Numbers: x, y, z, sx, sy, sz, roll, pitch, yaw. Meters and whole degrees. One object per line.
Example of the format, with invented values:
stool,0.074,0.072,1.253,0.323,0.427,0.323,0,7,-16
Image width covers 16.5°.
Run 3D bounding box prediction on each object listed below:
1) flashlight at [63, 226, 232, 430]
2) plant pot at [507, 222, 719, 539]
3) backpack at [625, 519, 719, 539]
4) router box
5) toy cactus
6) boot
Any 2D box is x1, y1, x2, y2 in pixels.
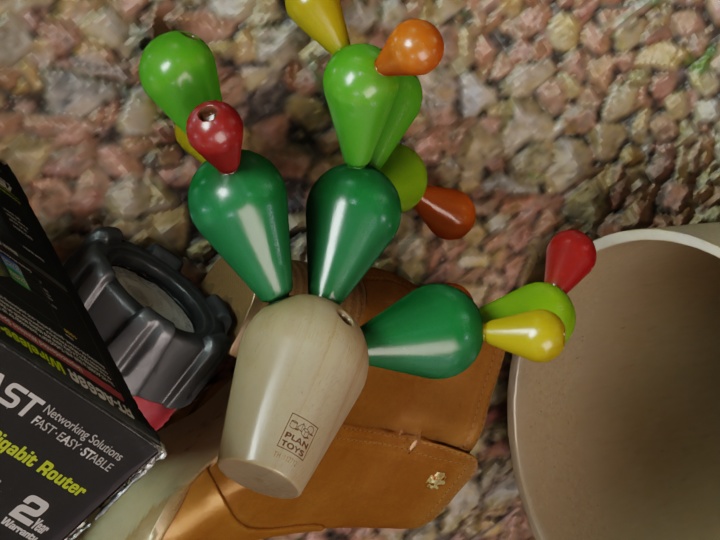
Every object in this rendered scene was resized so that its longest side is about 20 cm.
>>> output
flashlight,-0.127,0.079,0.907,0.068,0.068,0.200,34,107,-18
plant pot,0.196,0.057,1.030,0.199,0.187,0.188,-15,134,-40
backpack,0.171,0.213,1.135,0.134,0.183,0.200,-22,152,-38
router box,-0.162,-0.012,0.743,0.062,0.150,0.200,-43,136,8
toy cactus,0.000,0.000,0.867,0.200,0.102,0.166,38,61,-37
boot,-0.033,0.089,0.968,0.144,0.071,0.202,21,108,-39
